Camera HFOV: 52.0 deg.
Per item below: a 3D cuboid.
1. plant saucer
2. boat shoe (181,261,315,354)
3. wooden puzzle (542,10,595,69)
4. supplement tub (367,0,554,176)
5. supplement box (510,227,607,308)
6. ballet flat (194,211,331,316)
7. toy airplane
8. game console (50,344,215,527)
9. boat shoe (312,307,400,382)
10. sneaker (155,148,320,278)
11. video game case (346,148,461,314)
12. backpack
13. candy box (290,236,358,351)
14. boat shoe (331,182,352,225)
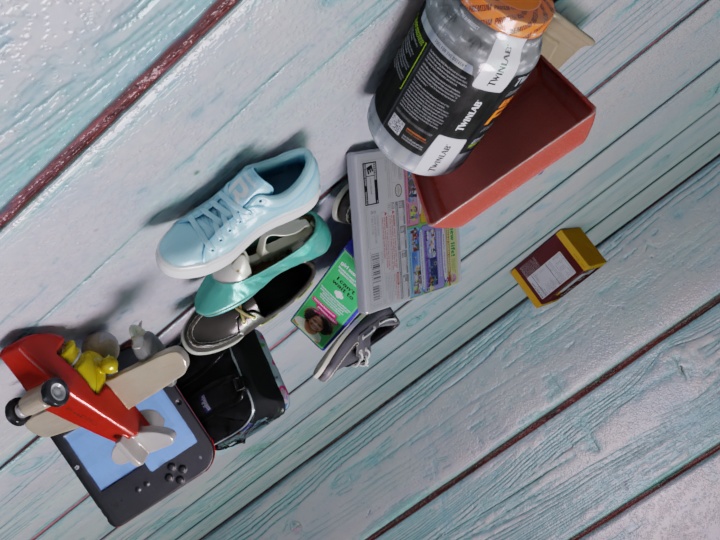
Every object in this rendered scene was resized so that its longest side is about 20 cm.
[{"bbox_3d":[0.150,-0.139,0.817,0.199,0.037,0.200,-34,-152,15],"label":"plant saucer"},{"bbox_3d":[-0.147,0.041,0.982,0.200,0.072,0.060,-34,-178,-25],"label":"boat shoe"},{"bbox_3d":[0.186,-0.246,0.933,0.199,0.037,0.184,-38,164,28],"label":"wooden puzzle"},{"bbox_3d":[0.095,-0.198,0.726,0.122,0.123,0.200,-22,160,-35],"label":"supplement tub"},{"bbox_3d":[0.584,-0.009,2.174,0.200,0.133,0.196,-43,162,28],"label":"supplement box"},{"bbox_3d":[-0.128,-0.019,0.924,0.199,0.067,0.071,-30,139,-15],"label":"ballet flat"},{"bbox_3d":[-0.302,0.138,0.866,0.197,0.142,0.200,4,138,-10],"label":"toy airplane"},{"bbox_3d":[-0.310,0.218,0.987,0.176,0.201,0.031,-32,-173,-7],"label":"game console"},{"bbox_3d":[0.000,0.107,1.089,0.073,0.063,0.200,-49,178,40],"label":"boat shoe"},{"bbox_3d":[-0.128,-0.070,0.762,0.199,0.074,0.082,-36,157,-23],"label":"sneaker"},{"bbox_3d":[0.062,-0.062,0.958,0.181,0.203,0.022,-16,-163,-39],"label":"video game case"},{"bbox_3d":[-0.215,0.179,1.087,0.199,0.179,0.150,-36,159,19],"label":"backpack"},{"bbox_3d":[0.000,0.000,1.086,0.169,0.077,0.200,-49,177,-43],"label":"candy box"},{"bbox_3d":[0.048,-0.098,0.992,0.200,0.060,0.072,-23,137,-41],"label":"boat shoe"}]
